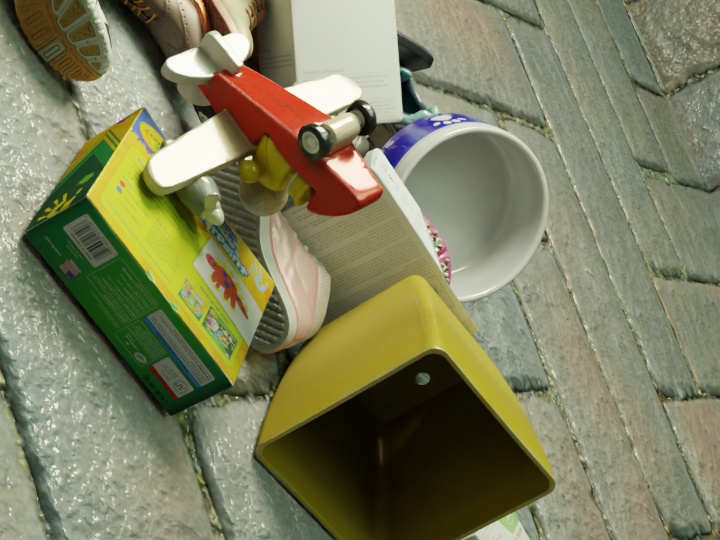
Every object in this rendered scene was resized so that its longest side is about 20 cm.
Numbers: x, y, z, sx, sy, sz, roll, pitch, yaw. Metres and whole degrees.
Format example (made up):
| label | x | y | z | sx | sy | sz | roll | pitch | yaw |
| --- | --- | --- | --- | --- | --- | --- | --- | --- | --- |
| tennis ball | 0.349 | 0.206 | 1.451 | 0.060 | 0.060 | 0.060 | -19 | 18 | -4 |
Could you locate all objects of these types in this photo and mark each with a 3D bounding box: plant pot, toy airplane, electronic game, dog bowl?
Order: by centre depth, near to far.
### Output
| label | x | y | z | sx | sy | sz | roll | pitch | yaw |
| --- | --- | --- | --- | --- | --- | --- | --- | --- | --- |
| toy airplane | -0.087 | -0.113 | 1.486 | 0.199 | 0.142 | 0.200 | 5 | 38 | -11 |
| plant pot | 0.040 | 0.126 | 1.599 | 0.200 | 0.200 | 0.177 | 49 | 21 | -29 |
| dog bowl | 0.103 | -0.070 | 1.911 | 0.200 | 0.200 | 0.079 | 48 | -6 | -30 |
| electronic game | -0.007 | -0.281 | 1.985 | 0.199 | 0.042 | 0.200 | 26 | 1 | -1 |

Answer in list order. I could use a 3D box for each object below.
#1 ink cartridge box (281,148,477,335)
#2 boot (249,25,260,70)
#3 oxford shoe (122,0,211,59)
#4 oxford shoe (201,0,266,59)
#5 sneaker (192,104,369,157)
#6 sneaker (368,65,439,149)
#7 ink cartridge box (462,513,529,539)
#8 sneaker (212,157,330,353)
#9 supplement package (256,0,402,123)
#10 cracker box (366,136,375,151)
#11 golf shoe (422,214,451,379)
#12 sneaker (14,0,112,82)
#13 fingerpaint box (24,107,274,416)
| label | x | y | z | sx | sy | sz | roll | pitch | yaw |
| --- | --- | --- | --- | --- | --- | --- | --- | --- | --- |
| ink cartridge box | 0.000 | 0.000 | 1.678 | 0.200 | 0.162 | 0.057 | 54 | 27 | -23 |
| boot | -0.072 | -0.196 | 1.855 | 0.200 | 0.073 | 0.155 | 11 | 64 | -50 |
| oxford shoe | -0.205 | -0.260 | 1.671 | 0.073 | 0.071 | 0.201 | -21 | 83 | -43 |
| oxford shoe | -0.126 | -0.263 | 1.722 | 0.200 | 0.073 | 0.071 | -115 | -157 | -53 |
| sneaker | -0.090 | -0.137 | 1.614 | 0.076 | 0.199 | 0.116 | -54 | 127 | -28 |
| sneaker | 0.019 | -0.213 | 1.966 | 0.200 | 0.086 | 0.078 | 44 | 47 | 16 |
| ink cartridge box | 0.153 | 0.339 | 1.756 | 0.201 | 0.067 | 0.117 | 60 | 23 | -6 |
| sneaker | -0.089 | -0.021 | 1.626 | 0.105 | 0.075 | 0.201 | -2 | 73 | -63 |
| supplement package | -0.036 | -0.247 | 1.766 | 0.117 | 0.117 | 0.201 | -169 | -106 | -69 |
| cracker box | 0.083 | -0.080 | 2.064 | 0.200 | 0.058 | 0.134 | 22 | 46 | -55 |
| golf shoe | 0.058 | 0.031 | 1.841 | 0.075 | 0.091 | 0.201 | -21 | 102 | -26 |
| sneaker | -0.269 | -0.261 | 1.504 | 0.200 | 0.075 | 0.088 | 59 | 24 | -12 |
| fingerpaint box | -0.171 | -0.009 | 1.444 | 0.200 | 0.073 | 0.167 | 54 | 26 | -20 |
